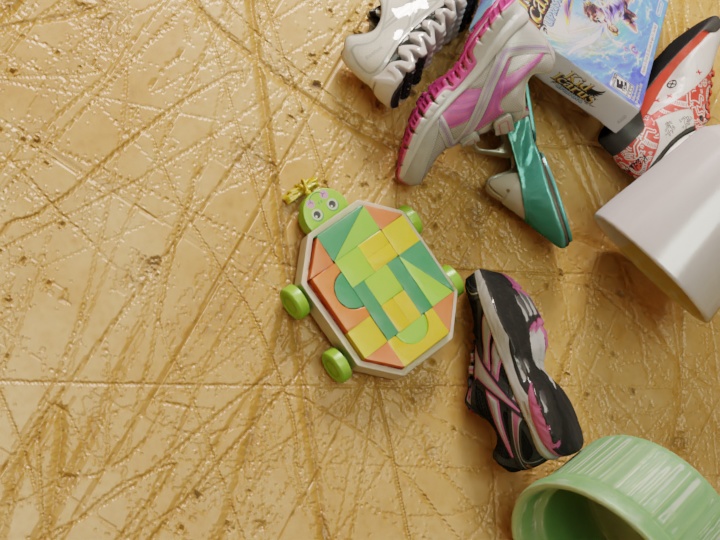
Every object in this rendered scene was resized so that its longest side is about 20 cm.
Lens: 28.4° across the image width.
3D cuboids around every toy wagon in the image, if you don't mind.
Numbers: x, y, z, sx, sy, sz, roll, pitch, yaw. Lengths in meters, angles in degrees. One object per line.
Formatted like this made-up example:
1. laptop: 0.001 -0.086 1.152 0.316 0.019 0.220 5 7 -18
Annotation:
1. toy wagon: 0.000 0.000 1.303 0.155 0.040 0.201 -35 91 -25

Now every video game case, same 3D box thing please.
1. video game case: 0.215 -0.262 1.420 0.180 0.045 0.201 31 50 -11

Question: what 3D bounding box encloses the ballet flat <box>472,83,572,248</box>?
1. ballet flat: 0.147 -0.110 1.383 0.070 0.067 0.202 -15 81 0

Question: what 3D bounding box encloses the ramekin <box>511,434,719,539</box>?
1. ramekin: 0.239 0.244 1.252 0.097 0.200 0.201 -35 91 -32

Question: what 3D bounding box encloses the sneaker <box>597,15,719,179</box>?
1. sneaker: 0.335 -0.162 1.462 0.108 0.067 0.202 45 66 -10

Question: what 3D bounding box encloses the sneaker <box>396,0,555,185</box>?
1. sneaker: 0.108 -0.152 1.321 0.088 0.081 0.200 35 109 -10

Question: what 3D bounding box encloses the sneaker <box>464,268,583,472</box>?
1. sneaker: 0.126 0.093 1.309 0.080 0.086 0.202 21 44 -45

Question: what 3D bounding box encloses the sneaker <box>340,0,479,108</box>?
1. sneaker: 0.057 -0.248 1.374 0.081 0.075 0.200 34 60 10

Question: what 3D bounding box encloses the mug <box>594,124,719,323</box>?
1. mug: 0.330 -0.055 1.374 0.149 0.187 0.153 43 92 10
